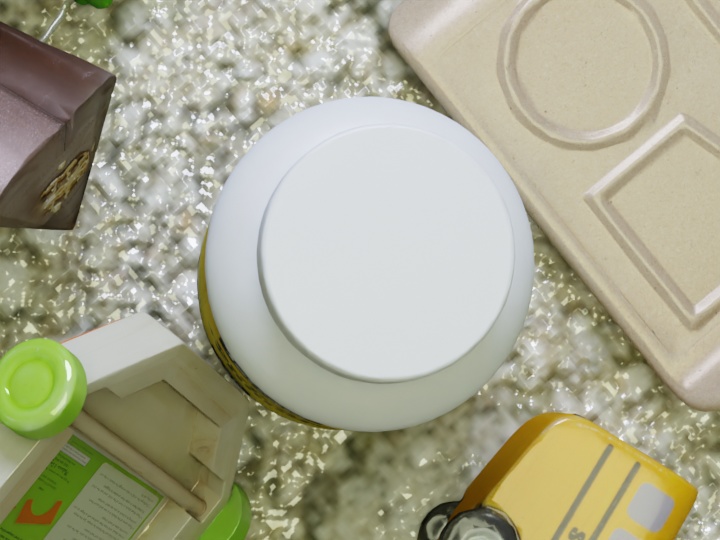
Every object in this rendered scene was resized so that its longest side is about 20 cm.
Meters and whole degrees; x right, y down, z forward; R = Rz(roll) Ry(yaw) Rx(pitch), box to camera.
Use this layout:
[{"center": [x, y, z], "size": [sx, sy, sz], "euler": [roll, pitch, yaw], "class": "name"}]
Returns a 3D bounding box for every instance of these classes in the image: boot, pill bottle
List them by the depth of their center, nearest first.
[{"center": [-0.195, -0.057, 0.878], "size": [0.199, 0.064, 0.187], "euler": [34, 48, 1], "class": "boot"}, {"center": [0.000, 0.000, 0.894], "size": [0.111, 0.200, 0.113], "euler": [0, 87, -5], "class": "pill bottle"}]

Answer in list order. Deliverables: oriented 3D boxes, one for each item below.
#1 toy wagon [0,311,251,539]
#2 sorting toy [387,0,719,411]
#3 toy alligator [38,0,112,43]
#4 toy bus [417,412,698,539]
[{"center": [-0.120, 0.109, 0.908], "size": [0.039, 0.155, 0.200], "euler": [36, 84, 31], "class": "toy wagon"}, {"center": [0.138, -0.075, 0.996], "size": [0.185, 0.036, 0.200], "euler": [-39, 86, -6], "class": "sorting toy"}, {"center": [-0.093, -0.144, 0.972], "size": [0.054, 0.059, 0.201], "euler": [36, 92, 42], "class": "toy alligator"}, {"center": [0.041, 0.148, 0.959], "size": [0.078, 0.065, 0.201], "euler": [31, 84, -4], "class": "toy bus"}]
